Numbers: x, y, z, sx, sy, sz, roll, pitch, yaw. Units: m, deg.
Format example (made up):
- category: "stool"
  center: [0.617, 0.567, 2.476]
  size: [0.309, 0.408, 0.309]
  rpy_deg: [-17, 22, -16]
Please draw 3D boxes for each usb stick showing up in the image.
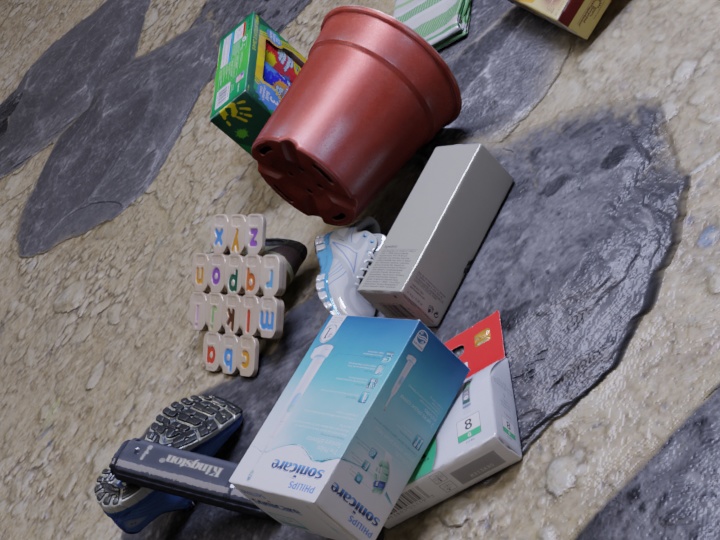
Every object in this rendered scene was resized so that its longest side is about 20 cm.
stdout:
- category: "usb stick"
  center: [-0.171, 0.220, 1.436]
  size: [0.200, 0.033, 0.056]
  rpy_deg: [11, 48, 19]

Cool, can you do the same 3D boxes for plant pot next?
- category: "plant pot"
  center: [-0.015, -0.172, 1.590]
  size: [0.201, 0.201, 0.195]
  rpy_deg: [2, 50, 53]

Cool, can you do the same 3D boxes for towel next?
- category: "towel"
  center: [0.095, -0.362, 1.860]
  size: [0.152, 0.023, 0.200]
  rpy_deg: [-25, 38, 35]

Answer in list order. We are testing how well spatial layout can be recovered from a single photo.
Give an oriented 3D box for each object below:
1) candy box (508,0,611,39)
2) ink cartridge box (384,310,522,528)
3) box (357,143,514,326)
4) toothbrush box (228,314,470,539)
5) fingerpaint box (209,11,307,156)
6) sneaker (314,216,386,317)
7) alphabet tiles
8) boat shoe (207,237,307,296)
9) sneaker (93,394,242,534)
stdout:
- category: "candy box"
  center: [0.233, -0.360, 1.609]
  size: [0.116, 0.055, 0.200]
  rpy_deg: [-58, 33, 10]
- category: "ink cartridge box"
  center: [0.071, 0.133, 1.310]
  size: [0.161, 0.050, 0.200]
  rpy_deg: [-33, 36, 24]
- category: "box"
  center: [0.083, -0.040, 1.468]
  size: [0.082, 0.068, 0.200]
  rpy_deg: [3, 57, 52]
- category: "toothbrush box"
  center: [-0.011, 0.146, 1.272]
  size: [0.146, 0.085, 0.200]
  rpy_deg: [0, 52, 52]
- category: "fingerpaint box"
  center: [-0.115, -0.231, 1.835]
  size: [0.073, 0.167, 0.200]
  rpy_deg: [-34, 32, 26]
- category: "sneaker"
  center: [0.000, 0.000, 1.528]
  size: [0.087, 0.075, 0.200]
  rpy_deg: [-32, 34, 15]
- category: "alphabet tiles"
  center: [-0.152, 0.029, 1.652]
  size: [0.200, 0.015, 0.196]
  rpy_deg: [2, 88, 52]
- category: "boat shoe"
  center: [-0.135, -0.005, 1.712]
  size: [0.066, 0.072, 0.201]
  rpy_deg: [-38, 18, -31]
- category: "sneaker"
  center: [-0.212, 0.220, 1.534]
  size: [0.078, 0.089, 0.200]
  rpy_deg: [27, 54, 38]
